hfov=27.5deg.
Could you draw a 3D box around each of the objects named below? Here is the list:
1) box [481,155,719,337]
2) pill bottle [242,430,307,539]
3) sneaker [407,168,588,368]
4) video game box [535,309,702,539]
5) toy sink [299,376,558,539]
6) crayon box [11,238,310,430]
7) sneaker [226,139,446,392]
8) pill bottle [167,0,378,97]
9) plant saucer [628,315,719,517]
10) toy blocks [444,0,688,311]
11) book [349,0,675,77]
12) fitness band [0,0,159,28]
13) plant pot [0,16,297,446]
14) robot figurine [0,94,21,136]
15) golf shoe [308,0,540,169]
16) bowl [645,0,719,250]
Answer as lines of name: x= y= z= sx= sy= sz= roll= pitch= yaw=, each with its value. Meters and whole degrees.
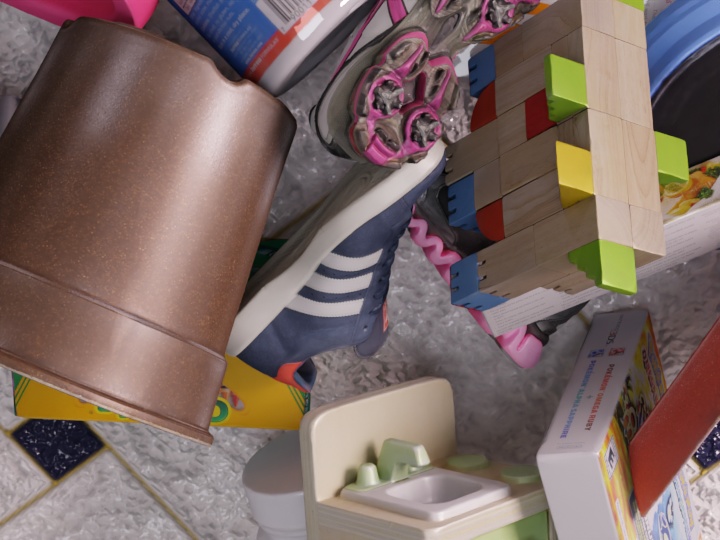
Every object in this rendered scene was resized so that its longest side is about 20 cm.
box: x=0.163 y=-0.020 z=0.892 sx=0.200 sy=0.039 sz=0.041 roll=-23 pitch=132 yaw=9
pill bottle: x=-0.006 y=0.213 z=1.029 sx=0.114 sy=0.114 sz=0.200 roll=-16 pitch=111 yaw=8
sneaker: x=0.082 y=-0.033 z=0.954 sx=0.095 sy=0.079 sz=0.200 roll=-37 pitch=113 yaw=6
video game box: x=0.176 y=0.155 z=0.963 sx=0.047 sy=0.182 sz=0.200 roll=-8 pitch=113 yaw=22
toy sink: x=0.052 y=0.179 z=0.925 sx=0.112 sy=0.130 sz=0.201 roll=5 pitch=101 yaw=47
crayon box: x=-0.132 y=0.039 z=0.990 sx=0.199 sy=0.058 sz=0.119 roll=2 pitch=112 yaw=0
sneaker: x=0.000 y=0.000 z=0.897 sx=0.084 sy=0.075 sz=0.200 roll=39 pitch=123 yaw=-12
pill bottle: x=-0.084 y=-0.206 z=0.851 sx=0.112 sy=0.112 sz=0.200 roll=-43 pitch=90 yaw=17
plant saucer: x=0.241 y=0.031 z=0.892 sx=0.037 sy=0.200 sz=0.200 roll=37 pitch=133 yaw=15
toy blocks: x=0.104 y=-0.063 z=0.853 sx=0.100 sy=0.201 sz=0.137 roll=13 pitch=156 yaw=-32
book: x=0.097 y=-0.185 z=0.903 sx=0.199 sy=0.048 sz=0.134 roll=5 pitch=111 yaw=3
fitness band: x=-0.204 y=-0.196 z=0.843 sx=0.200 sy=0.144 sz=0.037 roll=25 pitch=71 yaw=20
plant pot: x=-0.142 y=-0.027 z=0.856 sx=0.200 sy=0.200 sz=0.199 roll=23 pitch=83 yaw=-8
robot figurine: x=-0.302 y=-0.053 z=0.926 sx=0.200 sy=0.113 sz=0.170 roll=-33 pitch=124 yaw=14
golf shoe: x=0.039 y=-0.150 z=0.847 sx=0.073 sy=0.092 sz=0.200 roll=45 pitch=76 yaw=-31
bowl: x=0.245 y=-0.093 z=0.897 sx=0.200 sy=0.039 sz=0.201 roll=-6 pitch=133 yaw=-7
